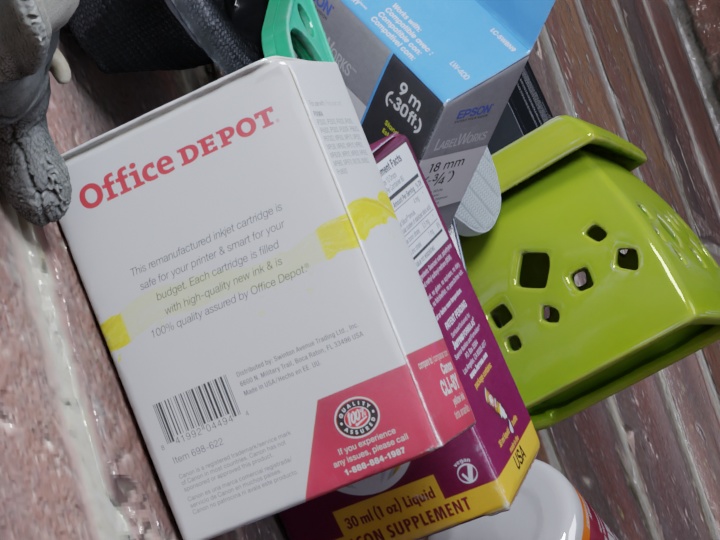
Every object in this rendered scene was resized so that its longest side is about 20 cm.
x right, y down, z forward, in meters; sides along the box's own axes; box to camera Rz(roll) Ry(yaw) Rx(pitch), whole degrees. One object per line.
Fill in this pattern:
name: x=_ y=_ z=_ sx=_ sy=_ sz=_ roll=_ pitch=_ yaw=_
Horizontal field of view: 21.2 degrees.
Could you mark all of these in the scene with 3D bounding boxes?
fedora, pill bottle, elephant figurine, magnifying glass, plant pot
fedora: x=-0.114 y=-0.166 z=1.044 sx=0.201 sy=0.091 sz=0.201 roll=56 pitch=18 yaw=-29
pill bottle: x=0.133 y=0.217 z=1.273 sx=0.200 sy=0.109 sz=0.110 roll=49 pitch=27 yaw=-43
elephant figurine: x=-0.169 y=-0.126 z=0.829 sx=0.154 sy=0.141 sz=0.202 roll=-1 pitch=85 yaw=-39
magnifying glass: x=-0.035 y=-0.141 z=1.055 sx=0.080 sy=0.022 sz=0.201 roll=49 pitch=22 yaw=-48
plant pot: x=0.150 y=0.001 z=1.432 sx=0.183 sy=0.199 sz=0.199 roll=64 pitch=19 yaw=12

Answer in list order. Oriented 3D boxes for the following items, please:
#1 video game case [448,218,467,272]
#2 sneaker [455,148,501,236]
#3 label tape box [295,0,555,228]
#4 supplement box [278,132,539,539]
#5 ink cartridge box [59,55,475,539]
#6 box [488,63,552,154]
video game case: x=0.051 y=0.021 z=1.260 sx=0.200 sy=0.019 sz=0.144 roll=96 pitch=-18 yaw=-75
sneaker: x=0.020 y=-0.101 z=1.329 sx=0.200 sy=0.070 sz=0.073 roll=49 pitch=56 yaw=-21
label tape box: x=0.015 y=-0.119 z=1.126 sx=0.063 sy=0.201 sz=0.144 roll=-14 pitch=50 yaw=-40
supplement box: x=-0.002 y=0.047 z=1.063 sx=0.201 sy=0.130 sz=0.103 roll=64 pitch=21 yaw=-7
ink cartridge box: x=-0.049 y=0.013 z=0.951 sx=0.202 sy=0.144 sz=0.083 roll=69 pitch=19 yaw=2
box: x=0.094 y=-0.161 z=1.618 sx=0.201 sy=0.078 sz=0.141 roll=64 pitch=17 yaw=-14
